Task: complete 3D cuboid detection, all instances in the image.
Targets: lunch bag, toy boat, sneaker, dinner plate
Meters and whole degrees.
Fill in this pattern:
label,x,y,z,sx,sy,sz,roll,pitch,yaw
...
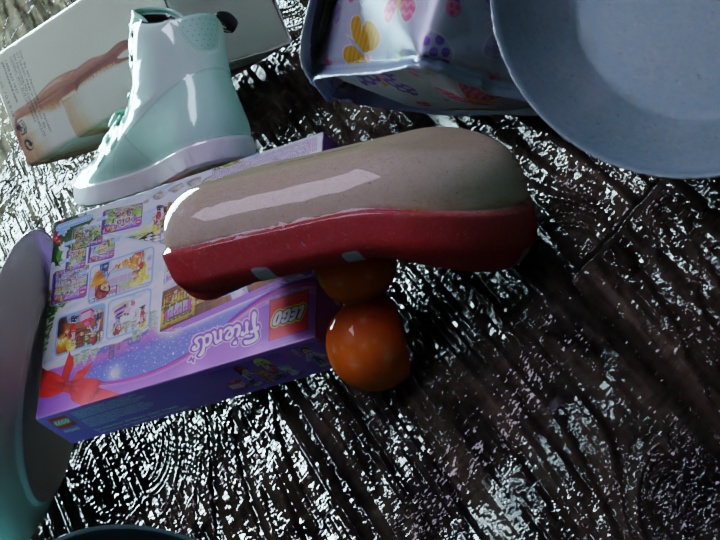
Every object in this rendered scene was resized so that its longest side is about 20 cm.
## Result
label,x,y,z,sx,sy,sz,roll,pitch,yaw
lunch bag,0.040,-0.177,1.633,0.200,0.127,0.170,8,83,63
toy boat,0.000,0.000,1.530,0.200,0.131,0.130,-11,6,26
sneaker,-0.134,-0.109,1.885,0.200,0.074,0.118,-19,79,56
dinner plate,-0.197,0.075,1.749,0.024,0.200,0.200,5,47,9

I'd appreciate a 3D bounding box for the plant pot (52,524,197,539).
label,x,y,z,sx,sy,sz,roll,pitch,yaw
plant pot,-0.118,0.245,1.326,0.161,0.200,0.201,-49,22,38

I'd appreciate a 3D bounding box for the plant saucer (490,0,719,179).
label,x,y,z,sx,sy,sz,roll,pitch,yaw
plant saucer,0.164,-0.136,1.396,0.201,0.201,0.039,-55,-18,-4

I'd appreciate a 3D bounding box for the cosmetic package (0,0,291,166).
label,x,y,z,sx,sy,sz,roll,pitch,yaw
cosmetic package,-0.155,-0.152,1.991,0.103,0.087,0.200,-18,-6,-43

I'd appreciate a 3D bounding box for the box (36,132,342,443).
label,x,y,z,sx,sy,sz,roll,pitch,yaw
box,-0.096,0.012,1.671,0.200,0.039,0.137,-17,55,29
